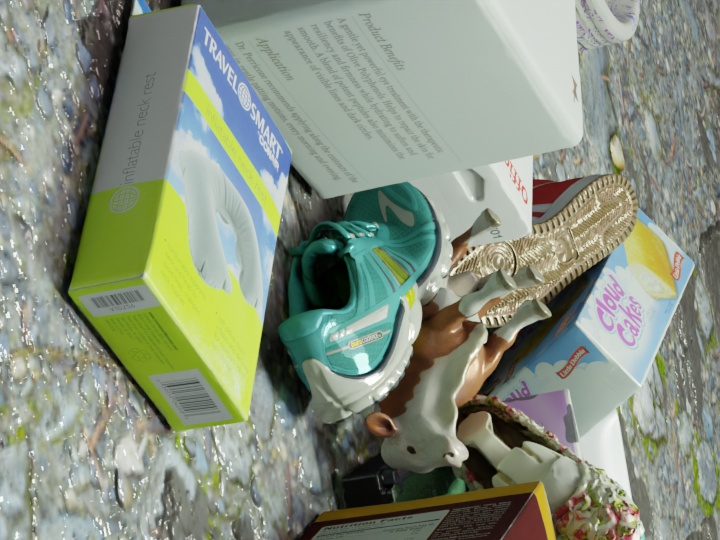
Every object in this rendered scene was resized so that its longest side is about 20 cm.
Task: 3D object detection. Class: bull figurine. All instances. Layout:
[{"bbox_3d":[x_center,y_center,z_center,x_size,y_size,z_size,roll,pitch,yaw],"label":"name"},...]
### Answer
[{"bbox_3d":[0.053,0.042,1.313,0.065,0.121,0.200,45,13,-19],"label":"bull figurine"}]

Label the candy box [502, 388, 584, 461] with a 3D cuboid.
[{"bbox_3d":[0.126,0.207,1.430,0.168,0.071,0.200,-93,170,-49],"label":"candy box"}]

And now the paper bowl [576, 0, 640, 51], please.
[{"bbox_3d":[0.147,-0.270,1.756,0.201,0.104,0.201,-10,90,-70],"label":"paper bowl"}]

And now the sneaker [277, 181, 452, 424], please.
[{"bbox_3d":[0.000,0.000,1.278,0.080,0.077,0.200,55,27,-25],"label":"sneaker"}]

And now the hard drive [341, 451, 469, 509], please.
[{"bbox_3d":[0.043,0.205,1.335,0.140,0.038,0.200,-24,103,-70],"label":"hard drive"}]

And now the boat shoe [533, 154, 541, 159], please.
[{"bbox_3d":[0.100,-0.166,1.628,0.074,0.069,0.200,27,55,-65],"label":"boat shoe"}]

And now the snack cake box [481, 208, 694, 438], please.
[{"bbox_3d":[0.162,0.048,1.586,0.067,0.115,0.200,44,31,-5],"label":"snack cake box"}]

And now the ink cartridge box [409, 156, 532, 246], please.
[{"bbox_3d":[0.057,-0.134,1.473,0.146,0.086,0.200,56,31,-46],"label":"ink cartridge box"}]

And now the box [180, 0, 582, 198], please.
[{"bbox_3d":[0.015,-0.181,1.259,0.199,0.171,0.200,48,37,-55],"label":"box"}]

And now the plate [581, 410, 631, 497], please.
[{"bbox_3d":[0.172,0.199,1.691,0.200,0.032,0.200,14,67,-67],"label":"plate"}]

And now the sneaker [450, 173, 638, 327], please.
[{"bbox_3d":[0.094,-0.013,1.559,0.200,0.112,0.071,-27,108,-37],"label":"sneaker"}]

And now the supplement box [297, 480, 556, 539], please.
[{"bbox_3d":[0.034,0.241,1.151,0.200,0.133,0.198,-39,117,-67],"label":"supplement box"}]

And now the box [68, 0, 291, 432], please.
[{"bbox_3d":[-0.085,-0.035,1.099,0.122,0.048,0.200,59,29,-45],"label":"box"}]

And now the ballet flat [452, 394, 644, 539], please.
[{"bbox_3d":[0.093,0.122,1.279,0.064,0.076,0.200,47,-7,-23],"label":"ballet flat"}]
